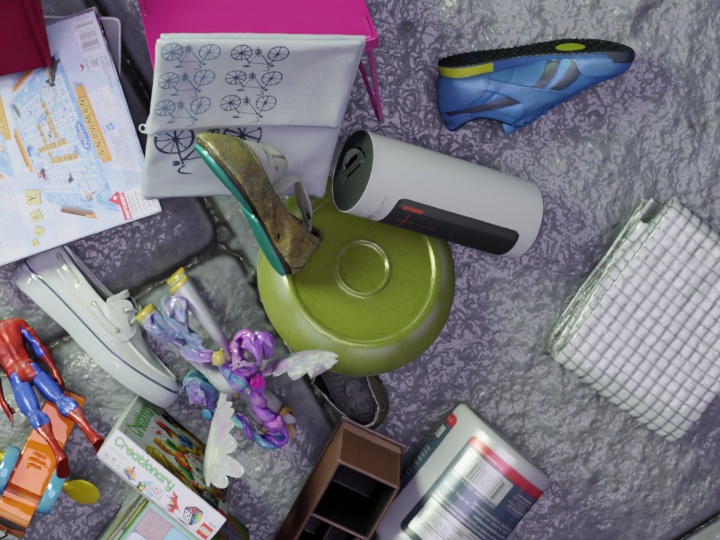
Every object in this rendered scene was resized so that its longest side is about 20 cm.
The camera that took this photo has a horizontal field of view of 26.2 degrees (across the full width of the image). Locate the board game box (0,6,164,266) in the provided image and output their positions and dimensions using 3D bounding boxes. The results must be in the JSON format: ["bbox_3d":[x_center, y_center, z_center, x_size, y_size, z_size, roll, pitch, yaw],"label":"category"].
[{"bbox_3d":[-0.308,-0.119,1.450,0.197,0.041,0.202,-18,93,-3],"label":"board game box"}]

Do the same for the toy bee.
[{"bbox_3d":[-0.332,0.209,1.495,0.131,0.109,0.200,45,66,-1],"label":"toy bee"}]

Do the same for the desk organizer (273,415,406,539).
[{"bbox_3d":[-0.032,0.252,1.502,0.071,0.077,0.201,25,113,-8],"label":"desk organizer"}]

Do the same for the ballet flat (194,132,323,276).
[{"bbox_3d":[-0.085,-0.072,1.389,0.070,0.071,0.201,-33,139,-2],"label":"ballet flat"}]

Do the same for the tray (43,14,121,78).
[{"bbox_3d":[-0.284,-0.143,1.488,0.106,0.022,0.203,1,96,-7],"label":"tray"}]

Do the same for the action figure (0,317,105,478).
[{"bbox_3d":[-0.311,0.108,1.457,0.065,0.052,0.200,-29,61,-19],"label":"action figure"}]

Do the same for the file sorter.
[{"bbox_3d":[-0.088,-0.190,1.435,0.198,0.140,0.126,-15,140,-3],"label":"file sorter"}]

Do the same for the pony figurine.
[{"bbox_3d":[-0.118,0.095,1.447,0.166,0.193,0.200,-42,98,-4],"label":"pony figurine"}]

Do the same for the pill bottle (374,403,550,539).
[{"bbox_3d":[0.082,0.244,1.523,0.119,0.120,0.201,40,92,-9],"label":"pill bottle"}]

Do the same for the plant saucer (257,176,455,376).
[{"bbox_3d":[0.000,0.000,1.495,0.197,0.031,0.203,3,76,-12],"label":"plant saucer"}]

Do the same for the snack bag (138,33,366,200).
[{"bbox_3d":[-0.102,-0.130,1.372,0.186,0.022,0.201,-3,139,-19],"label":"snack bag"}]

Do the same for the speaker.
[{"bbox_3d":[0.073,-0.072,1.475,0.198,0.081,0.082,15,95,-28],"label":"speaker"}]

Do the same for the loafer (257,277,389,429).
[{"bbox_3d":[-0.030,0.072,1.516,0.075,0.070,0.201,-35,99,-1],"label":"loafer"}]

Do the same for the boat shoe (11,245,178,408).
[{"bbox_3d":[-0.242,0.047,1.488,0.200,0.074,0.067,41,92,-8],"label":"boat shoe"}]

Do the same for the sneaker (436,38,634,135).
[{"bbox_3d":[0.171,-0.180,1.517,0.197,0.066,0.079,-9,109,-5],"label":"sneaker"}]

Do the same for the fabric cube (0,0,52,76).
[{"bbox_3d":[-0.393,-0.282,1.344,0.197,0.197,0.202,-12,71,-6],"label":"fabric cube"}]

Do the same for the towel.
[{"bbox_3d":[0.301,0.045,1.544,0.165,0.086,0.201,35,93,-7],"label":"towel"}]

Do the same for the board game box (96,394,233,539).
[{"bbox_3d":[-0.177,0.180,1.443,0.126,0.200,0.035,40,92,-6],"label":"board game box"}]

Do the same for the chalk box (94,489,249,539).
[{"bbox_3d":[-0.182,0.282,1.457,0.123,0.200,0.125,39,92,-9],"label":"chalk box"}]
